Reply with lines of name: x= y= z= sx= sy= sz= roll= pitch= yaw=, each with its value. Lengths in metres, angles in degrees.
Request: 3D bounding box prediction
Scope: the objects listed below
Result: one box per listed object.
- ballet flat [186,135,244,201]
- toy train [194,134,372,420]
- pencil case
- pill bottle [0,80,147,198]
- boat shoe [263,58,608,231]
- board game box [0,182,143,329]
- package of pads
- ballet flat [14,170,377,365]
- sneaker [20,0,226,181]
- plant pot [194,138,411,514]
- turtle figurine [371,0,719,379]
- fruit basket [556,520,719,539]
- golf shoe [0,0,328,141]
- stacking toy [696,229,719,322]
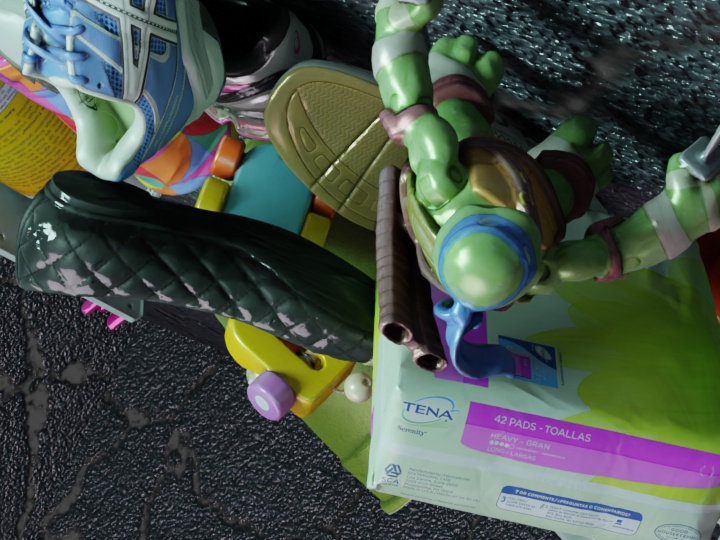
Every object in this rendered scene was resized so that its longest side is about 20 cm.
ballet flat: x=-0.078 y=-0.064 z=1.270 sx=0.199 sy=0.068 sz=0.068 roll=33 pitch=-174 yaw=26
toy train: x=-0.006 y=0.013 z=0.929 sx=0.201 sy=0.149 sz=0.056 roll=65 pitch=156 yaw=22
pencil case: x=-0.154 y=-0.114 z=1.087 sx=0.088 sy=0.089 sz=0.200 roll=20 pitch=169 yaw=34
pill bottle: x=-0.216 y=-0.111 z=1.180 sx=0.111 sy=0.112 sz=0.200 roll=19 pitch=170 yaw=36
boat shoe: x=0.037 y=-0.056 z=0.905 sx=0.199 sy=0.071 sz=0.070 roll=27 pitch=-149 yaw=-26
board game box: x=-0.235 y=-0.076 z=1.268 sx=0.199 sy=0.201 sz=0.026 roll=31 pitch=129 yaw=-34
package of pads: x=0.085 y=0.035 z=0.798 sx=0.153 sy=0.069 sz=0.200 roll=12 pitch=-151 yaw=-5
ballet flat: x=-0.065 y=0.007 z=0.858 sx=0.199 sy=0.057 sz=0.067 roll=19 pitch=-156 yaw=-14
sneaker: x=-0.112 y=-0.120 z=0.785 sx=0.075 sy=0.077 sz=0.201 roll=15 pitch=146 yaw=28
plant pot: x=0.000 y=0.000 z=1.038 sx=0.193 sy=0.201 sz=0.200 roll=37 pitch=172 yaw=-2
turtle figurine: x=0.075 y=-0.065 z=0.714 sx=0.143 sy=0.202 sz=0.194 roll=3 pitch=-168 yaw=1
fruit basket: x=0.156 y=0.115 z=1.116 sx=0.093 sy=0.186 sz=0.200 roll=-7 pitch=-142 yaw=-29
golf shoe: x=-0.108 y=-0.128 z=0.916 sx=0.199 sy=0.073 sz=0.092 roll=13 pitch=159 yaw=18
stacking toy: x=0.201 y=0.008 z=0.828 sx=0.085 sy=0.086 sz=0.200 roll=27 pitch=179 yaw=-14
